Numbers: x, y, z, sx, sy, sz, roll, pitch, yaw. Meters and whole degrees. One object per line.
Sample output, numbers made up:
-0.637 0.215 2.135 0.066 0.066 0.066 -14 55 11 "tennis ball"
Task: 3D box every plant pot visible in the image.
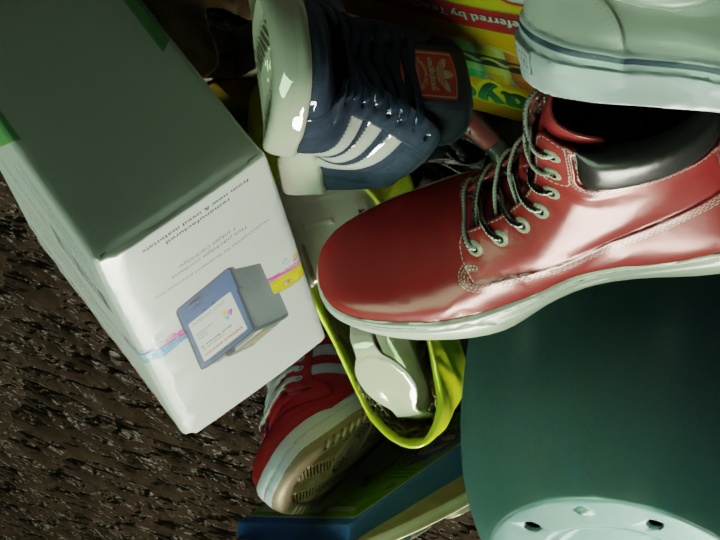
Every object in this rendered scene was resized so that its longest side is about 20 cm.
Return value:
0.136 0.072 1.366 0.200 0.161 0.201 11 147 8 "plant pot"

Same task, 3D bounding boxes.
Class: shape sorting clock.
0.022 0.113 1.545 0.200 0.200 0.039 -14 108 58 "shape sorting clock"

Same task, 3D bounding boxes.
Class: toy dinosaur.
-0.105 -0.125 1.352 0.101 0.058 0.200 52 152 -14 "toy dinosaur"

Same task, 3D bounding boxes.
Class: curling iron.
0.000 -0.101 1.351 0.200 0.050 0.026 49 -169 -30 "curling iron"

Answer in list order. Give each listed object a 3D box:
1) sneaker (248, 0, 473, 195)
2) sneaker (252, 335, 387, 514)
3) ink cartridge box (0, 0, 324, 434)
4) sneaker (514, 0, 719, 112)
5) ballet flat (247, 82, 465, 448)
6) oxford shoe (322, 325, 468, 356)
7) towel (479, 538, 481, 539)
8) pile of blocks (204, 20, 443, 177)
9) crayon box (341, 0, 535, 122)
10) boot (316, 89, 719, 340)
0.002 -0.078 1.205 0.084 0.075 0.200 -6 173 2 "sneaker"
-0.031 0.047 1.536 0.112 0.200 0.071 38 120 8 "sneaker"
-0.100 -0.035 1.314 0.145 0.087 0.200 52 169 24 "ink cartridge box"
0.159 -0.098 1.117 0.200 0.073 0.071 1 121 -2 "sneaker"
0.000 0.000 1.376 0.067 0.067 0.200 -11 124 20 "ballet flat"
0.045 0.007 1.517 0.200 0.071 0.071 21 140 -28 "oxford shoe"
0.158 0.106 1.495 0.200 0.145 0.022 2 137 44 "towel"
-0.005 -0.047 1.418 0.200 0.082 0.062 35 156 -18 "pile of blocks"
0.055 -0.119 1.242 0.127 0.051 0.200 15 155 25 "crayon box"
0.059 -0.034 1.217 0.200 0.073 0.144 -13 156 17 "boot"
